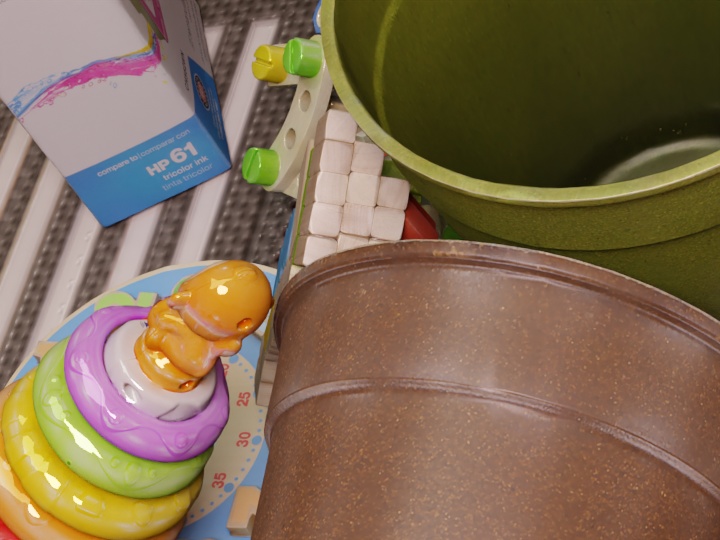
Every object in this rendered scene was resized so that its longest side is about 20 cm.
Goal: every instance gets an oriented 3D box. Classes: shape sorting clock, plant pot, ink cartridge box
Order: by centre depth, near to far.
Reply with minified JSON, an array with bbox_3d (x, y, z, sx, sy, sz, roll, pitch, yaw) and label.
[{"bbox_3d":[0.037,0.124,0.644,0.200,0.200,0.198,2,59,29],"label":"plant pot"},{"bbox_3d":[0.111,-0.055,0.689,0.200,0.193,0.201,-11,54,15],"label":"plant pot"},{"bbox_3d":[-0.092,0.077,0.855,0.200,0.039,0.200,-15,49,18],"label":"shape sorting clock"},{"bbox_3d":[-0.153,-0.144,0.952,0.085,0.200,0.145,-24,47,10],"label":"ink cartridge box"}]

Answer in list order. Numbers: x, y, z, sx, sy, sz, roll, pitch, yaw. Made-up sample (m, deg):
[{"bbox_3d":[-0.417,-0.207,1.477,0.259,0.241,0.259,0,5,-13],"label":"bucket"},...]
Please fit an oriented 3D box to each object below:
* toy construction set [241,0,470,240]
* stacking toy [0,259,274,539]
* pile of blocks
[{"bbox_3d":[0.011,-0.054,0.837,0.200,0.092,0.131,-145,67,-68],"label":"toy construction set"},{"bbox_3d":[-0.093,0.058,0.723,0.200,0.116,0.110,-50,50,38],"label":"stacking toy"},{"bbox_3d":[0.000,0.000,0.749,0.062,0.200,0.082,10,63,-6],"label":"pile of blocks"}]
